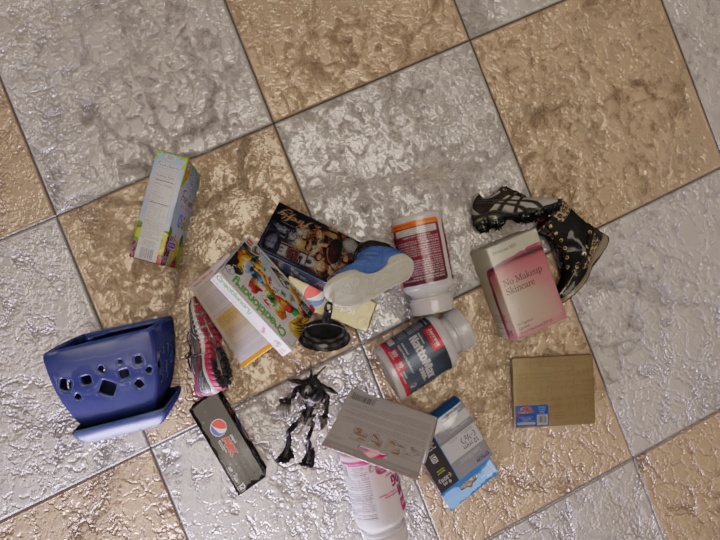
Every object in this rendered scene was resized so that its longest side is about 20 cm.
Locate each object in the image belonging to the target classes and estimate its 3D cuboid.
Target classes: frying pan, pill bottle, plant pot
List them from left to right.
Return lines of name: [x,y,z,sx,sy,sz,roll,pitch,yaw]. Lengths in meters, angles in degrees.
plant pot: [-0.453,0.205,1.089,0.193,0.200,0.187,-12,96,-8]
frying pan: [-0.085,0.113,1.157,0.111,0.192,0.032,-10,52,11]
pill bottle: [0.032,0.460,1.179,0.109,0.113,0.207,-14,90,-7]
pill bottle: [0.135,-0.014,1.208,0.110,0.114,0.208,-10,89,-7]
pill bottle: [0.138,0.167,1.200,0.196,0.120,0.122,-30,92,-8]

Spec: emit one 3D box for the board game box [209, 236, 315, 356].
board game box: [-0.182,0.048,1.091,0.034,0.127,0.201,-31,108,35]

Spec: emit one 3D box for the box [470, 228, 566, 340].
box: [0.340,0.029,1.235,0.124,0.109,0.206,-21,91,-7]

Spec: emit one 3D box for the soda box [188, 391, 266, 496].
soda box: [-0.270,0.347,1.170,0.069,0.063,0.204,-30,92,-8]

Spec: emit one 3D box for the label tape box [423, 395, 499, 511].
label tape box: [0.205,0.400,1.228,0.141,0.066,0.204,-32,91,-7]

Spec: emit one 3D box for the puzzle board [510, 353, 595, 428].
puzzle board: [0.434,0.271,1.287,0.192,0.017,0.157,-2,89,-7]

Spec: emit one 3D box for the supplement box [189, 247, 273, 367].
supplement box: [-0.236,0.072,1.155,0.124,0.073,0.203,-32,93,23]

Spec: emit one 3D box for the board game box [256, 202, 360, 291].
board game box: [-0.108,-0.043,1.182,0.195,0.035,0.138,25,52,-5]

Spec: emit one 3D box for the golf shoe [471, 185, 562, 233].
golf shoe: [0.335,-0.147,1.238,0.193,0.078,0.098,-9,73,13]

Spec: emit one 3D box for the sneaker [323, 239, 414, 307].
sneaker: [0.000,0.001,1.144,0.195,0.111,0.079,-23,123,-20]

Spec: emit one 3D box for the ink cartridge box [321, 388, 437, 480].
ink cartridge box: [0.040,0.331,1.129,0.194,0.177,0.046,15,121,15]

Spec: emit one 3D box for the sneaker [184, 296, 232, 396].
sneaker: [-0.321,0.149,1.148,0.073,0.080,0.206,-24,66,19]

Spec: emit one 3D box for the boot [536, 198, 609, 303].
boot: [0.450,-0.044,1.270,0.150,0.073,0.202,40,80,-6]

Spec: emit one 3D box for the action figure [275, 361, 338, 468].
action figure: [-0.112,0.298,1.174,0.114,0.102,0.208,11,88,5]

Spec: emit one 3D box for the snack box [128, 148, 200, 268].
snack box: [-0.377,-0.114,1.118,0.065,0.169,0.207,13,87,-7]

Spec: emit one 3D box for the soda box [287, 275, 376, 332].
soda box: [-0.067,0.064,1.205,0.194,0.064,0.070,22,85,-5]
